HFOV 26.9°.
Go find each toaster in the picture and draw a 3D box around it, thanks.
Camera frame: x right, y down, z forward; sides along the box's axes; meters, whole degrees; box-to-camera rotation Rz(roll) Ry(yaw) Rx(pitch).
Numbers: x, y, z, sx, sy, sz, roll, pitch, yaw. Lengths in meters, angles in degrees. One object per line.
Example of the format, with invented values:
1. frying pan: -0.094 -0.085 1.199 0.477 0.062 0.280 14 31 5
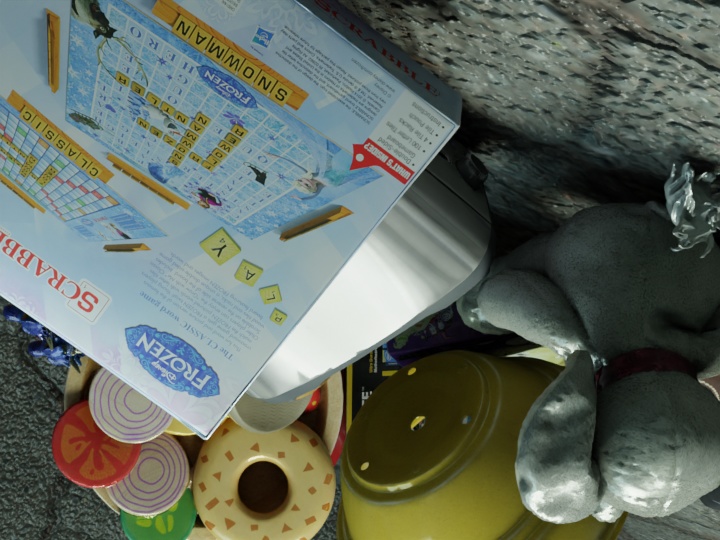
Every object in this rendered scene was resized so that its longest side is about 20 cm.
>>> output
1. toaster: -0.038 -0.023 0.776 0.199 0.114 0.129 -32 129 21

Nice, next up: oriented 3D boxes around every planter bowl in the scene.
1. planter bowl: 0.050 0.108 0.849 0.199 0.201 0.084 11 147 50

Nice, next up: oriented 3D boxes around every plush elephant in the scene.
1. plush elephant: 0.137 0.056 0.737 0.163 0.157 0.200 8 161 -5

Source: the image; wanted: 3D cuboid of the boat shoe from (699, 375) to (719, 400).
1. boat shoe: 0.208 0.095 0.991 0.071 0.073 0.200 23 167 13

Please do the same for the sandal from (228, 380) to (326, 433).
1. sandal: -0.037 0.041 0.926 0.054 0.080 0.201 53 141 29

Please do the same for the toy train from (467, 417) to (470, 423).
1. toy train: 0.105 0.105 1.138 0.084 0.117 0.200 23 168 8

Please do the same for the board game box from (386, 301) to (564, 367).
1. board game box: 0.090 0.047 0.956 0.119 0.033 0.200 -7 167 11

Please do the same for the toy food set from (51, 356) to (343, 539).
1. toy food set: -0.108 0.094 1.025 0.195 0.203 0.049 6 -176 -9

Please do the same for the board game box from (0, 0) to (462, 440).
1. board game box: -0.091 -0.055 0.669 0.199 0.200 0.041 36 -157 -10

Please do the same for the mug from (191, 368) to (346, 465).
1. mug: -0.081 0.066 1.135 0.176 0.201 0.133 29 169 -3

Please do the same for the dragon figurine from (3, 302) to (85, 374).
1. dragon figurine: -0.119 0.014 0.945 0.197 0.101 0.059 1 153 3

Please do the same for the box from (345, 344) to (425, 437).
1. box: 0.029 0.097 1.152 0.049 0.162 0.200 -2 162 11

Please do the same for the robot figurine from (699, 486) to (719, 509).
1. robot figurine: 0.286 0.126 0.852 0.150 0.125 0.200 43 168 3
